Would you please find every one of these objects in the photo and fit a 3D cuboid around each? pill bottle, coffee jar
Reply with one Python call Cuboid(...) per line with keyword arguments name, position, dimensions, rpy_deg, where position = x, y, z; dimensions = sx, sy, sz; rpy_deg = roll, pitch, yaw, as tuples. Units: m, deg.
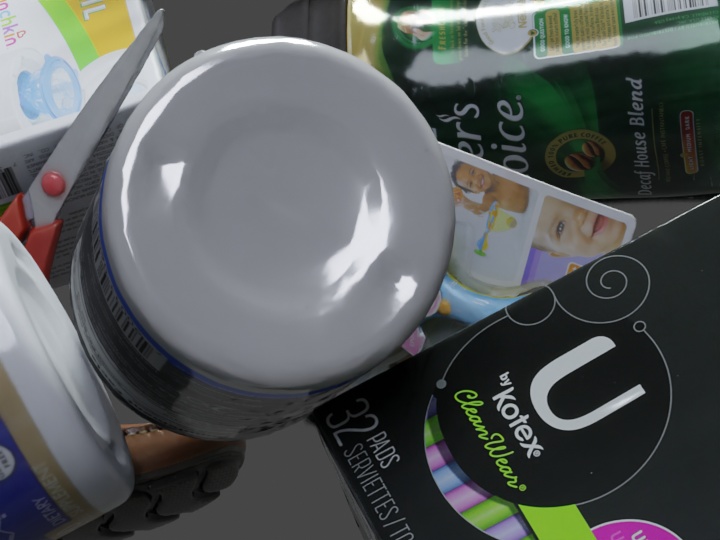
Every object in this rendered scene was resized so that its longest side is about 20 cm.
Cuboid(name="pill bottle", position=(-0.195, 0.076, 0.857), dimensions=(0.199, 0.120, 0.120), rpy_deg=(-28, 53, 1))
Cuboid(name="pill bottle", position=(-0.042, -0.001, 0.817), dimensions=(0.113, 0.200, 0.114), rpy_deg=(2, 79, -11))
Cuboid(name="coffee jar", position=(0.063, -0.075, 0.999), dimensions=(0.199, 0.104, 0.086), rpy_deg=(-6, 52, 9))

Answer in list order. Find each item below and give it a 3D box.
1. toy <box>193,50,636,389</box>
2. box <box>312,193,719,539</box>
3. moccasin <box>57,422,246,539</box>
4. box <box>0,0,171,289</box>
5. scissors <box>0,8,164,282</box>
Cuboid(name="toy", position=(0.000, 0.000, 0.942), dimensions=(0.199, 0.116, 0.047), rpy_deg=(21, 21, 16))
Cuboid(name="box", position=(0.111, 0.082, 0.782), dimensions=(0.199, 0.124, 0.149), rpy_deg=(-27, 55, -5))
Cuboid(name="moccasin", position=(-0.145, 0.075, 0.955), dimensions=(0.200, 0.074, 0.078), rpy_deg=(-10, 70, 16))
Cuboid(name="box", position=(-0.147, -0.102, 1.063), dimensions=(0.112, 0.102, 0.201), rpy_deg=(-18, 53, -2))
Cuboid(name="scissors", position=(-0.137, -0.030, 0.971), dimensions=(0.073, 0.201, 0.014), rpy_deg=(24, 28, 9))
